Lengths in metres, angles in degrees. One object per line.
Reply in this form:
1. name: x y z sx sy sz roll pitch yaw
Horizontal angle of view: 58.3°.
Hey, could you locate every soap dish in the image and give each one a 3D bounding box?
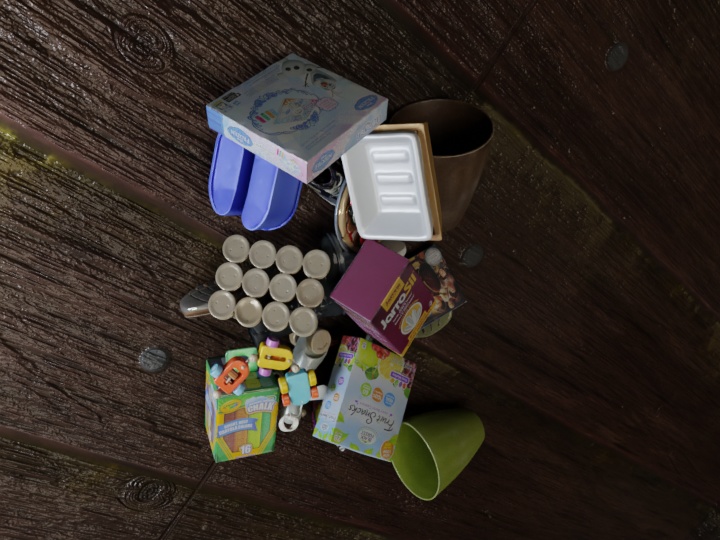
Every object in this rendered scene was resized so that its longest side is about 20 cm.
1. soap dish: 0.054 -0.150 1.064 0.081 0.154 0.204 -52 137 -47

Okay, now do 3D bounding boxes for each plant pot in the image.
1. plant pot: 0.195 0.410 1.537 0.197 0.186 0.191 -19 125 -33
2. plant pot: 0.144 -0.178 1.191 0.183 0.188 0.203 -18 136 -15

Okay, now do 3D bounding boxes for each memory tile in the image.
1. memory tile: -0.158 0.026 1.124 0.195 0.017 0.157 11 79 3

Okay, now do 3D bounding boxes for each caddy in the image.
1. caddy: -0.163 -0.162 1.058 0.104 0.139 0.204 -24 135 -59

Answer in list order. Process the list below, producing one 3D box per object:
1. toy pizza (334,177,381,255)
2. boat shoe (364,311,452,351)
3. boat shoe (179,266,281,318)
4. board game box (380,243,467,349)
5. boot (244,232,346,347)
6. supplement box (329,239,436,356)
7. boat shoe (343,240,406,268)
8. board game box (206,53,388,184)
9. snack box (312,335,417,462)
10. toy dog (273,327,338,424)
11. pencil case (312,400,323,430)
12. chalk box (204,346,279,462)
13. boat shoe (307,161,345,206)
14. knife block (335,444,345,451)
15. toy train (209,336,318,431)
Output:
1. toy pizza: 0.025 -0.121 1.185 0.199 0.031 0.204 -34 136 -40
2. boat shoe: 0.098 0.111 1.377 0.196 0.068 0.076 -22 111 -12
3. boat shoe: -0.230 0.056 1.187 0.196 0.076 0.073 -15 124 -16
4. board game box: 0.102 0.054 1.322 0.197 0.035 0.137 -30 87 -8
5. boot: -0.121 0.035 1.170 0.196 0.066 0.168 -16 115 -13
6. supplement box: 0.048 0.052 1.189 0.132 0.102 0.200 -55 149 -9
7. boat shoe: 0.000 0.000 1.267 0.196 0.072 0.070 -23 126 -13
8. board game box: -0.092 -0.237 0.972 0.200 0.197 0.044 -44 153 -34
9. snack box: 0.013 0.253 1.271 0.167 0.067 0.204 27 74 -35
10. toy dog: -0.100 0.199 1.292 0.095 0.132 0.203 13 111 -35
11. pencil case: -0.013 0.320 1.429 0.196 0.089 0.090 10 112 -29
12. chalk box: -0.232 0.245 1.256 0.122 0.124 0.204 -5 119 -23
13. boat shoe: -0.052 -0.156 1.143 0.198 0.093 0.075 28 103 -34
14. knife block: 0.013 0.287 1.368 0.196 0.179 0.064 8 153 -29
15. toy train: -0.171 0.199 1.180 0.199 0.056 0.151 40 93 -25
